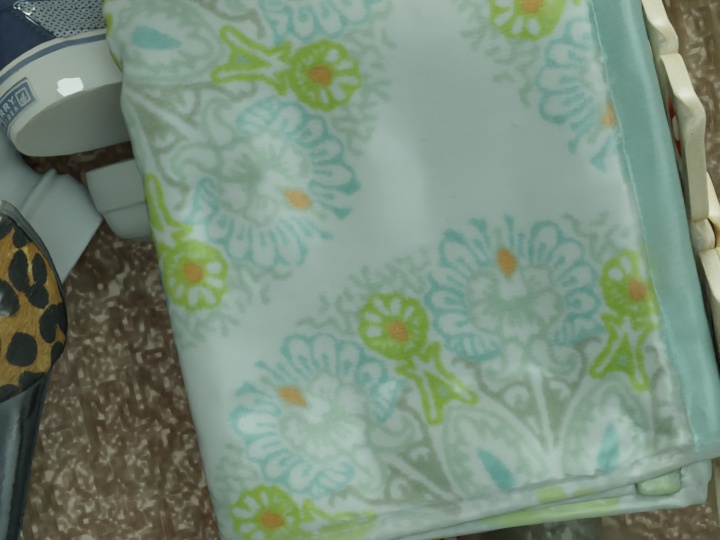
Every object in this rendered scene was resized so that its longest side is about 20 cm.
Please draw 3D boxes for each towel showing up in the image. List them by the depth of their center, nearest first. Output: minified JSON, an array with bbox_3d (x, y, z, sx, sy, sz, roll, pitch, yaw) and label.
[{"bbox_3d":[0.018,-0.011,0.678,0.170,0.048,0.201,-11,97,8],"label":"towel"}]

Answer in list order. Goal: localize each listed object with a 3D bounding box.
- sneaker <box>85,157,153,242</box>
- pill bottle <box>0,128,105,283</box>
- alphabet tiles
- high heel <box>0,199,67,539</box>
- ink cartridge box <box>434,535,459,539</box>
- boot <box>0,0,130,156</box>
[{"bbox_3d":[0.000,0.000,0.774,0.199,0.074,0.116,-8,93,-31],"label":"sneaker"},{"bbox_3d":[-0.193,-0.042,0.748,0.200,0.112,0.112,33,85,-7],"label":"pill bottle"},{"bbox_3d":[0.114,-0.014,0.746,0.015,0.200,0.196,-11,130,3],"label":"alphabet tiles"},{"bbox_3d":[-0.195,0.037,0.672,0.199,0.071,0.143,1,119,-23],"label":"high heel"},{"bbox_3d":[0.036,0.206,0.764,0.145,0.145,0.200,-43,95,-6],"label":"ink cartridge box"},{"bbox_3d":[-0.053,-0.103,0.770,0.199,0.073,0.091,-10,69,-40],"label":"boot"}]
